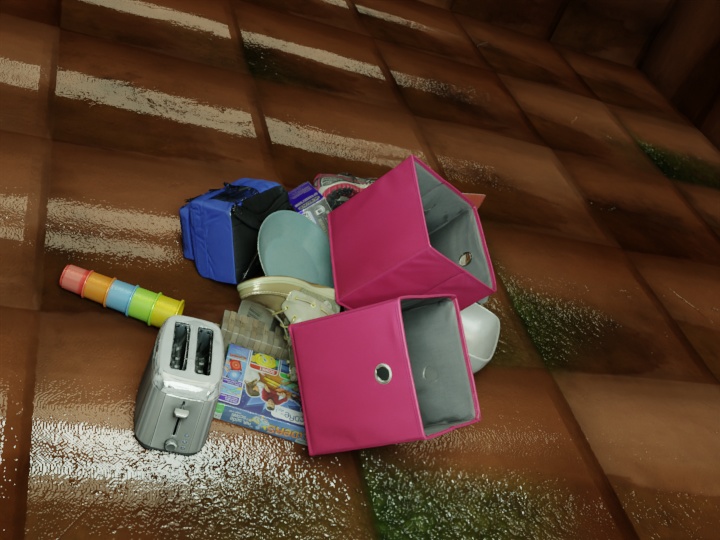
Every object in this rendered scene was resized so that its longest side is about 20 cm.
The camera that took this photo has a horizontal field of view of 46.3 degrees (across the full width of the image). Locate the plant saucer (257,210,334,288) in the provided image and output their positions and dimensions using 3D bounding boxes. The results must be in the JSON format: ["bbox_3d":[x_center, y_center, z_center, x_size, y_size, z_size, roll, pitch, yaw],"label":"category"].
[{"bbox_3d":[-0.110,-0.006,1.465,0.200,0.038,0.204,30,45,-35],"label":"plant saucer"}]

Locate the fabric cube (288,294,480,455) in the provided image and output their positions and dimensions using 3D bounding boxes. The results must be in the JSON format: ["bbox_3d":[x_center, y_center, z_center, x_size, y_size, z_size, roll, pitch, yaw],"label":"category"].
[{"bbox_3d":[0.037,0.154,1.262,0.199,0.197,0.200,2,76,-58],"label":"fabric cube"}]

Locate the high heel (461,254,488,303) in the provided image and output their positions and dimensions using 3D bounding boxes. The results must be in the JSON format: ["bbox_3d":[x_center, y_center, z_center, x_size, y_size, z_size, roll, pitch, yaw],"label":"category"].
[{"bbox_3d":[0.190,-0.010,1.745,0.202,0.071,0.143,56,-3,2],"label":"high heel"}]

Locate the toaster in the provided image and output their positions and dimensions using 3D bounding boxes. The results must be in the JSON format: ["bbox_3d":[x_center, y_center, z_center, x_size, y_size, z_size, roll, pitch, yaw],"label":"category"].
[{"bbox_3d":[-0.260,0.158,1.232,0.112,0.130,0.201,15,35,-16],"label":"toaster"}]

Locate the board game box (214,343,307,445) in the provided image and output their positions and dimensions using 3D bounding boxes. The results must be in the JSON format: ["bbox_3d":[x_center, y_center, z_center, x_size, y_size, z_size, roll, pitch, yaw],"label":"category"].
[{"bbox_3d":[-0.131,0.201,1.343,0.197,0.035,0.136,19,35,-10],"label":"board game box"}]

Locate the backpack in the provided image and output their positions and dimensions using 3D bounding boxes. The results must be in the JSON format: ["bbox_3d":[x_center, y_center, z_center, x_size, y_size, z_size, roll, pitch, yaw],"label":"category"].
[{"bbox_3d":[-0.227,-0.092,1.563,0.166,0.165,0.199,18,30,26],"label":"backpack"}]

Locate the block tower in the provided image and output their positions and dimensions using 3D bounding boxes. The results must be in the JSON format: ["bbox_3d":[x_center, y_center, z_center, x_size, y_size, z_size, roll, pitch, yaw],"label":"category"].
[{"bbox_3d":[-0.151,0.127,1.413,0.197,0.058,0.054,17,33,-11],"label":"block tower"}]

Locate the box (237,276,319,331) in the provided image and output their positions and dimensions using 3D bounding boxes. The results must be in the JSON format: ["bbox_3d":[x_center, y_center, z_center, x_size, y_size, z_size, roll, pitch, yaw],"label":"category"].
[{"bbox_3d":[-0.136,0.044,1.514,0.068,0.083,0.200,33,33,12],"label":"box"}]

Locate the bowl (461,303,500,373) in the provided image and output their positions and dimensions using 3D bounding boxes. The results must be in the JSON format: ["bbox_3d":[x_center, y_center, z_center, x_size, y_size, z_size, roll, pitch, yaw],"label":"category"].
[{"bbox_3d":[0.159,0.113,1.611,0.198,0.075,0.200,29,28,3],"label":"bowl"}]

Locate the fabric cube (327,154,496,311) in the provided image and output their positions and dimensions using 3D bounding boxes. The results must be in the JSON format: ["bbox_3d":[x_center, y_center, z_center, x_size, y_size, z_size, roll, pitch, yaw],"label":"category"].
[{"bbox_3d":[0.084,-0.031,1.433,0.199,0.198,0.199,30,38,-40],"label":"fabric cube"}]

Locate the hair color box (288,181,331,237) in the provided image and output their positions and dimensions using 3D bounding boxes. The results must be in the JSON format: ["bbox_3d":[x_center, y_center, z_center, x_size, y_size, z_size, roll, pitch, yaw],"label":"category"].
[{"bbox_3d":[-0.088,-0.099,1.643,0.064,0.110,0.200,-30,18,-5],"label":"hair color box"}]

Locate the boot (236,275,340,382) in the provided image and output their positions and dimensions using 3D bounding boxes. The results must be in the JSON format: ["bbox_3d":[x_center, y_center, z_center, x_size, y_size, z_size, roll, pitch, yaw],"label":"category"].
[{"bbox_3d":[-0.108,0.096,1.334,0.198,0.071,0.158,13,70,-42],"label":"boot"}]

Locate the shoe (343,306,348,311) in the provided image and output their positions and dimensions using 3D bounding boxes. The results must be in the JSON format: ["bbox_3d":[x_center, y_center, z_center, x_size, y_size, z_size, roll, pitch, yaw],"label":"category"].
[{"bbox_3d":[0.000,0.000,1.535,0.070,0.053,0.202,40,35,-29],"label":"shoe"}]

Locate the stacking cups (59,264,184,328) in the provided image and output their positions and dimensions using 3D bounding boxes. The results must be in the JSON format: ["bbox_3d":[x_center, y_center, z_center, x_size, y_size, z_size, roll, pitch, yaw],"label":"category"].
[{"bbox_3d":[-0.390,0.047,1.369,0.197,0.061,0.061,18,34,-5],"label":"stacking cups"}]

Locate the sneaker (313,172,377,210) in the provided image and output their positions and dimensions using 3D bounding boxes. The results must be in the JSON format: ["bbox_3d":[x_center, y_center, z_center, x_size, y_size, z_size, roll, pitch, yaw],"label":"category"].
[{"bbox_3d":[-0.008,-0.168,1.743,0.198,0.081,0.075,4,37,-44],"label":"sneaker"}]

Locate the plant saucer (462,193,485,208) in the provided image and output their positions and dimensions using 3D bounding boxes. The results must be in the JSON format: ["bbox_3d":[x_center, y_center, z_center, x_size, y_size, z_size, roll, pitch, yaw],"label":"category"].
[{"bbox_3d":[0.145,-0.122,1.851,0.197,0.199,0.037,0,75,-29],"label":"plant saucer"}]
